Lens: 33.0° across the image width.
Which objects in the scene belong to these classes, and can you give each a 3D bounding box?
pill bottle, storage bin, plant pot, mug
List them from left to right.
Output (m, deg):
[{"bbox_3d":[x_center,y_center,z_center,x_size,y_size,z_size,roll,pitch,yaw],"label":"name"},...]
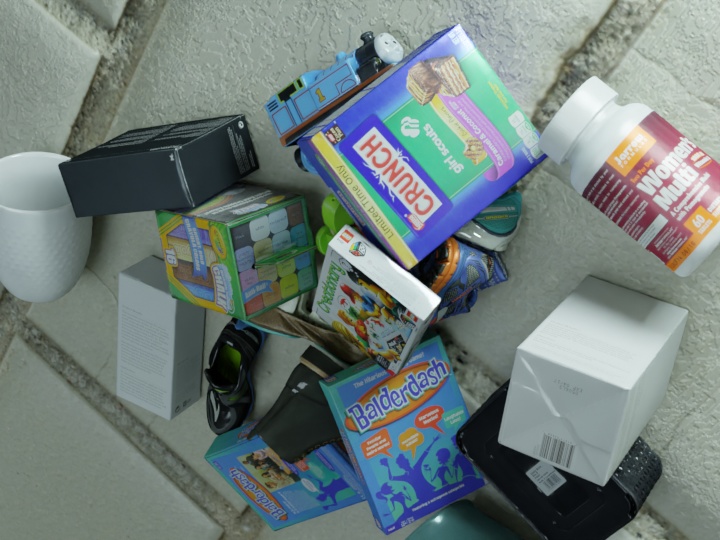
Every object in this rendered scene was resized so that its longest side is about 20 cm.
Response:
[{"bbox_3d":[-0.454,-0.065,1.689,0.200,0.147,0.176,51,144,42],"label":"mug"},{"bbox_3d":[0.140,0.391,1.484,0.188,0.200,0.200,49,130,24],"label":"plant pot"},{"bbox_3d":[0.226,0.211,1.396,0.200,0.094,0.135,46,128,7],"label":"storage bin"},{"bbox_3d":[0.280,-0.096,1.208,0.200,0.110,0.110,41,127,10],"label":"pill bottle"}]

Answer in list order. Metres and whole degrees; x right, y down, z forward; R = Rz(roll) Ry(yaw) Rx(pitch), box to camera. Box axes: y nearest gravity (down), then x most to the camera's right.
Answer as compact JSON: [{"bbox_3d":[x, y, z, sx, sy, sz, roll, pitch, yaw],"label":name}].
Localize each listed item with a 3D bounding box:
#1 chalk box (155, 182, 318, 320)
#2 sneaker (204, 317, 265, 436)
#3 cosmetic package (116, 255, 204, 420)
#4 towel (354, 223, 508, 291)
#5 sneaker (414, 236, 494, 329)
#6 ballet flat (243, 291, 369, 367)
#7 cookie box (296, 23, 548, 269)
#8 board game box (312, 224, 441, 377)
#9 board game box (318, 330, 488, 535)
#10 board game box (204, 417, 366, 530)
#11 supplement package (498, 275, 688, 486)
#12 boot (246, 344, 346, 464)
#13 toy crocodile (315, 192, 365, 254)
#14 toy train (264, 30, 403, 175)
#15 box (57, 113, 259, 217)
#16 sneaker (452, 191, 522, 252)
[{"bbox_3d":[-0.135,-0.024,1.470,0.200,0.124,0.124,15,120,46],"label":"chalk box"},{"bbox_3d":[-0.182,0.145,1.632,0.071,0.083,0.200,29,128,18],"label":"sneaker"},{"bbox_3d":[-0.276,0.093,1.677,0.101,0.071,0.200,21,122,24],"label":"cosmetic package"},{"bbox_3d":[0.062,-0.021,1.438,0.200,0.024,0.145,-22,99,37],"label":"towel"},{"bbox_3d":[0.091,0.033,1.383,0.078,0.075,0.200,11,151,-15],"label":"sneaker"},{"bbox_3d":[-0.059,0.060,1.531,0.200,0.068,0.072,22,109,21],"label":"ballet flat"},{"bbox_3d":[0.066,-0.127,1.263,0.171,0.200,0.075,52,171,-10],"label":"cookie box"},{"bbox_3d":[0.013,0.037,1.317,0.126,0.035,0.200,39,159,9],"label":"board game box"},{"bbox_3d":[0.057,0.194,1.465,0.200,0.152,0.045,68,166,-11],"label":"board game box"},{"bbox_3d":[-0.088,0.259,1.615,0.200,0.045,0.152,-26,113,36],"label":"board game box"},{"bbox_3d":[0.245,0.109,1.267,0.121,0.200,0.120,20,121,24],"label":"supplement package"},{"bbox_3d":[-0.033,0.203,1.501,0.200,0.138,0.077,41,172,-18],"label":"boot"},{"bbox_3d":[0.000,0.000,1.441,0.067,0.062,0.200,25,138,67],"label":"toy crocodile"},{"bbox_3d":[-0.012,-0.187,1.371,0.200,0.087,0.114,-29,86,36],"label":"toy train"},{"bbox_3d":[-0.251,-0.129,1.514,0.200,0.141,0.079,-3,109,34],"label":"box"},{"bbox_3d":[0.084,-0.088,1.347,0.200,0.078,0.080,22,93,-2],"label":"sneaker"}]
